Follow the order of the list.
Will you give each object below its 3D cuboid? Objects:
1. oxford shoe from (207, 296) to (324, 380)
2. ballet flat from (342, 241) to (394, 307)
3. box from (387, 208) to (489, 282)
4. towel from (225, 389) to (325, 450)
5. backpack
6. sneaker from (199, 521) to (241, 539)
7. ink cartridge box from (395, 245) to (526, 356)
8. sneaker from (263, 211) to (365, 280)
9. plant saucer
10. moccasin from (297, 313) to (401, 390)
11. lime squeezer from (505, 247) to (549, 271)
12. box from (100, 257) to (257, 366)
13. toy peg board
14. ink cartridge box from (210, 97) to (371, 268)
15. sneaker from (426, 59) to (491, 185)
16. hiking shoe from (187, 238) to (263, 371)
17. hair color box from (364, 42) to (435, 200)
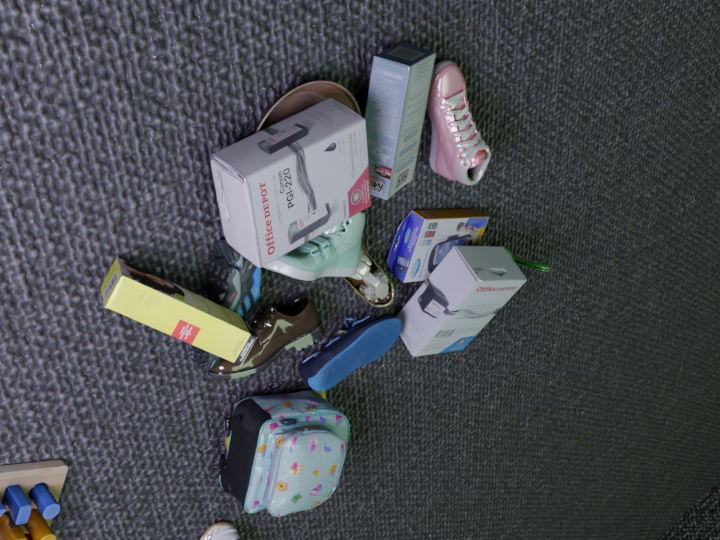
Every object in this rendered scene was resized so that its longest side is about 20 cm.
[{"bbox_3d":[-0.150,0.097,1.414,0.199,0.072,0.085,-30,119,-31],"label":"oxford shoe"},{"bbox_3d":[0.000,0.000,1.489,0.071,0.070,0.200,-49,141,-6],"label":"ballet flat"},{"bbox_3d":[0.131,-0.044,1.615,0.199,0.041,0.120,-7,123,-46],"label":"box"},{"bbox_3d":[-0.139,0.266,1.582,0.199,0.018,0.087,-26,128,-31],"label":"towel"},{"bbox_3d":[-0.107,0.289,1.506,0.199,0.152,0.178,-7,113,-48],"label":"backpack"},{"bbox_3d":[-0.259,0.529,1.592,0.075,0.087,0.202,11,110,-51],"label":"sneaker"},{"bbox_3d":[0.172,0.052,1.641,0.144,0.084,0.201,-1,139,-44],"label":"ink cartridge box"},{"bbox_3d":[-0.065,-0.052,1.342,0.199,0.073,0.120,-6,111,-56],"label":"sneaker"},{"bbox_3d":[-0.083,-0.171,1.301,0.199,0.037,0.202,-26,134,-30],"label":"plant saucer"},{"bbox_3d":[-0.020,0.120,1.558,0.199,0.068,0.081,-27,127,-32],"label":"moccasin"},{"bbox_3d":[0.245,-0.007,1.745,0.197,0.071,0.038,-9,154,-6],"label":"lime squeezer"},{"bbox_3d":[-0.234,0.055,1.220,0.199,0.075,0.050,28,98,-28],"label":"box"},{"bbox_3d":[-0.483,0.368,1.231,0.199,0.098,0.201,3,115,-48],"label":"toy peg board"},{"bbox_3d":[-0.087,-0.117,1.241,0.199,0.085,0.147,-29,135,-26],"label":"ink cartridge box"},{"bbox_3d":[0.158,-0.222,1.461,0.075,0.104,0.202,-28,134,-26],"label":"sneaker"},{"bbox_3d":[-0.180,0.054,1.333,0.086,0.074,0.202,2,116,-46],"label":"hiking shoe"},{"bbox_3d":[0.049,-0.216,1.360,0.099,0.060,0.202,-41,146,-54],"label":"hair color box"}]
